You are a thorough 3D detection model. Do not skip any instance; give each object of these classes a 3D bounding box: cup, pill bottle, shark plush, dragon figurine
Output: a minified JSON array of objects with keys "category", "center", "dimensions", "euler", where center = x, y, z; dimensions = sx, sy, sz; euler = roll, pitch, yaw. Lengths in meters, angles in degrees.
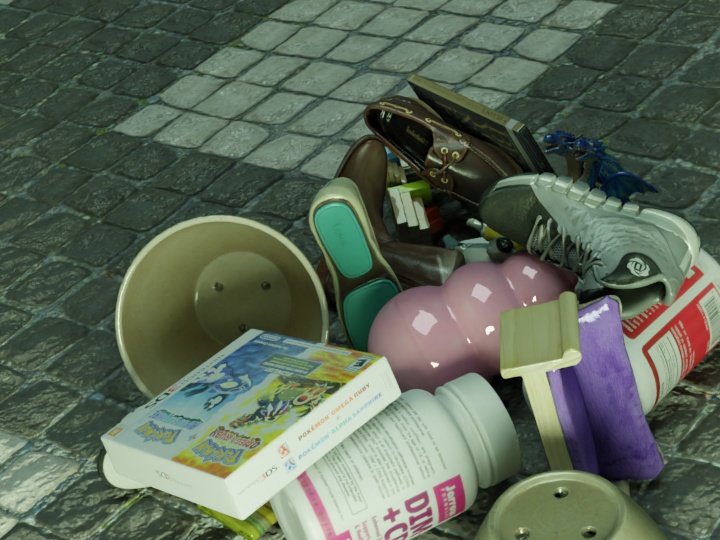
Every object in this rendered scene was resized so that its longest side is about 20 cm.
[{"category":"cup","center":[-0.123,0.038,1.591],"dimensions":[0.199,0.201,0.143],"euler":[-10,8,6]},{"category":"pill bottle","center":[0.028,0.169,1.390],"dimensions":[0.199,0.114,0.113],"euler":[-25,34,-15]},{"category":"shark plush","center":[0.135,0.007,1.631],"dimensions":[0.083,0.091,0.200],"euler":[-7,5,-27]},{"category":"pill bottle","center":[0.238,0.065,1.468],"dimensions":[0.112,0.113,0.200],"euler":[19,45,41]},{"category":"dragon figurine","center":[0.248,-0.076,1.613],"dimensions":[0.199,0.100,0.059],"euler":[16,15,-38]},{"category":"cup","center":[0.155,0.233,1.216],"dimensions":[0.199,0.144,0.201],"euler":[-10,32,6]}]

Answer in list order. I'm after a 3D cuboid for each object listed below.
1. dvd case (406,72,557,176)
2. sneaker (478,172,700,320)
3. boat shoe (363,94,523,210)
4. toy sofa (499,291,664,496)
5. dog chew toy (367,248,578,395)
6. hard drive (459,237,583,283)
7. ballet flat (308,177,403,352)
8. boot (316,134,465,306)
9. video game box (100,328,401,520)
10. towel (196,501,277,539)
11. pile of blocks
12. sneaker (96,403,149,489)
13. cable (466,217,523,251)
[{"category":"dvd case","center":[0.142,-0.132,1.779],"dimensions":[0.016,0.149,0.200],"euler":[-46,40,-10]},{"category":"sneaker","center":[0.186,-0.015,1.422],"dimensions":[0.199,0.075,0.116],"euler":[13,46,16]},{"category":"boat shoe","center":[0.086,-0.119,1.739],"dimensions":[0.200,0.071,0.070],"euler":[34,23,28]},{"category":"toy sofa","center":[0.181,0.121,1.325],"dimensions":[0.097,0.201,0.083],"euler":[-12,31,14]},{"category":"dog chew toy","center":[0.107,0.050,1.503],"dimensions":[0.199,0.125,0.125],"euler":[-31,32,7]},{"category":"hard drive","center":[0.166,0.023,1.643],"dimensions":[0.131,0.026,0.200],"euler":[-11,32,6]},{"category":"ballet flat","center":[0.000,0.000,1.581],"dimensions":[0.069,0.201,0.070],"euler":[-13,29,7]},{"category":"boot","center":[0.045,-0.033,1.647],"dimensions":[0.064,0.188,0.200],"euler":[9,6,-38]},{"category":"video game box","center":[-0.095,0.123,1.388],"dimensions":[0.182,0.047,0.200],"euler":[-38,27,-29]},{"category":"towel","center":[-0.052,0.173,1.509],"dimensions":[0.200,0.018,0.086],"euler":[-35,41,-29]},{"category":"pile of blocks","center":[0.057,-0.097,1.816],"dimensions":[0.062,0.082,0.200],"euler":[-14,32,-1]},{"category":"sneaker","center":[-0.152,0.157,1.492],"dimensions":[0.199,0.074,0.080],"euler":[-19,21,13]},{"category":"cable","center":[0.206,-0.018,1.645],"dimensions":[0.200,0.051,0.097],"euler":[32,23,31]}]
